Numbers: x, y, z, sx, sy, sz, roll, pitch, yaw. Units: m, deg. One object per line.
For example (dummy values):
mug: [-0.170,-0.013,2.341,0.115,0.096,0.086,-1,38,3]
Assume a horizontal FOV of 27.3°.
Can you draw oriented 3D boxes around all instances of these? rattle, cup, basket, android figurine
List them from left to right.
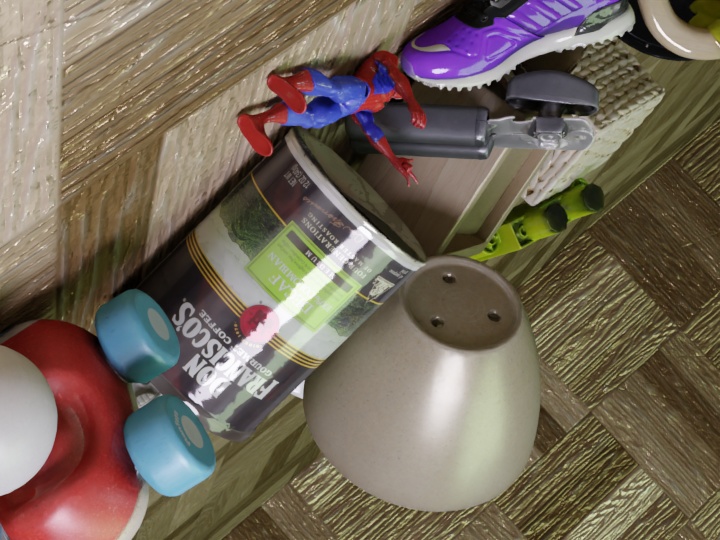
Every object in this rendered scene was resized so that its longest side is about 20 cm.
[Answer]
cup: [0.064,0.072,1.196,0.200,0.200,0.143,-35,156,-37]
android figurine: [0.167,-0.050,1.604,0.182,0.041,0.200,-28,-173,-33]
basket: [0.211,-0.167,1.554,0.200,0.123,0.136,-29,163,-51]
rattle: [0.268,-0.274,1.275,0.130,0.200,0.143,-59,-174,34]

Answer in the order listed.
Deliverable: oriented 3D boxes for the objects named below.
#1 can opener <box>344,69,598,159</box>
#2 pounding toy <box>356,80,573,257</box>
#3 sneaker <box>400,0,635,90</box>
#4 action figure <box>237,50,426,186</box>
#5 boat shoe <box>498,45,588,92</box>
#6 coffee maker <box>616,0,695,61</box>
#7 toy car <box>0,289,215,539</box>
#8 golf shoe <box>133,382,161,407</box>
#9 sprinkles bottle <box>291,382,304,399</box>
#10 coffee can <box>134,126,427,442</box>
can opener: [0.090,-0.126,1.186,0.053,0.199,0.067,67,29,-68]
pounding toy: [0.072,-0.102,1.332,0.184,0.142,0.200,-57,165,18]
sneaker: [0.119,-0.215,1.162,0.200,0.070,0.100,-21,127,-13]
action figure: [0.003,-0.106,1.075,0.065,0.099,0.200,-46,172,30]
boat shoe: [0.167,-0.210,1.262,0.075,0.075,0.202,-40,-164,35]
coffee maker: [0.347,-0.308,1.453,0.192,0.135,0.200,-49,169,32]
toy car: [-0.228,0.087,0.934,0.184,0.177,0.200,-31,144,11]
golf shoe: [-0.148,0.061,1.322,0.200,0.078,0.097,-32,-179,-18]
sprinkles bottle: [-0.025,0.028,1.453,0.200,0.068,0.068,-63,169,2]
coffee can: [-0.070,0.010,1.134,0.200,0.146,0.146,-45,170,10]
